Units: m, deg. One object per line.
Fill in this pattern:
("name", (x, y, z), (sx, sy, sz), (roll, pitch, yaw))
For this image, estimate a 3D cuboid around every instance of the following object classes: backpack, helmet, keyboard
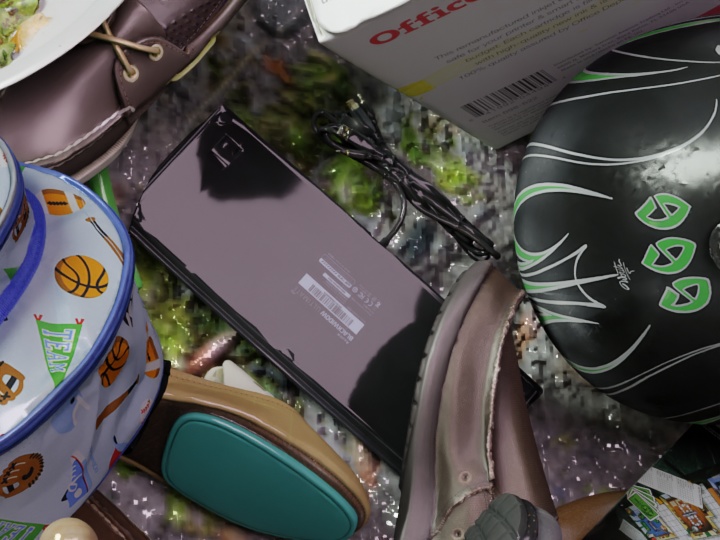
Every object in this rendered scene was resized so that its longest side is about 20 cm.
("backpack", (-0.179, 0.022, 1.179), (0.190, 0.154, 0.200), (21, 61, 17))
("helmet", (0.162, -0.023, 1.318), (0.200, 0.191, 0.200), (13, 71, -44))
("keyboard", (0.000, 0.000, 1.353), (0.200, 0.021, 0.127), (42, 69, -2))

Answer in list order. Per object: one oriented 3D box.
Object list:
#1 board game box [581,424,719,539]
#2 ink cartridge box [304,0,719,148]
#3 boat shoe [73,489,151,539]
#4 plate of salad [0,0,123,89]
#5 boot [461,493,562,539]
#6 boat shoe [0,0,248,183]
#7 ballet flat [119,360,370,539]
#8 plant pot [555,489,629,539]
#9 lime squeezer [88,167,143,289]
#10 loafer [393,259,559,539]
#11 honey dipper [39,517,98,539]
("board game box", (0.197, 0.159, 1.299), (0.200, 0.023, 0.105), (39, 54, 15))
("ink cartridge box", (0.072, -0.140, 1.320), (0.145, 0.200, 0.083), (-25, 70, 18))
("boat shoe", (-0.087, 0.156, 1.233), (0.075, 0.075, 0.202), (-34, 79, -27))
("plate of salad", (-0.182, -0.145, 1.308), (0.200, 0.048, 0.200), (-13, 45, 13))
("boot", (0.085, 0.190, 1.222), (0.132, 0.200, 0.070), (15, 27, -5))
("boat shoe", (-0.103, -0.107, 1.315), (0.072, 0.060, 0.200), (44, 62, 0))
("ballet flat", (-0.084, 0.057, 1.287), (0.200, 0.069, 0.063), (21, 48, -8))
("plant pot", (0.140, 0.188, 1.313), (0.200, 0.027, 0.200), (6, 66, -14))
("lime squeezer", (-0.113, -0.088, 1.367), (0.071, 0.038, 0.200), (34, 55, -36))
("loafer", (0.052, 0.096, 1.289), (0.071, 0.073, 0.200), (9, 82, 1))
("honey dipper", (-0.130, 0.139, 1.157), (0.038, 0.200, 0.038), (6, 65, -13))
